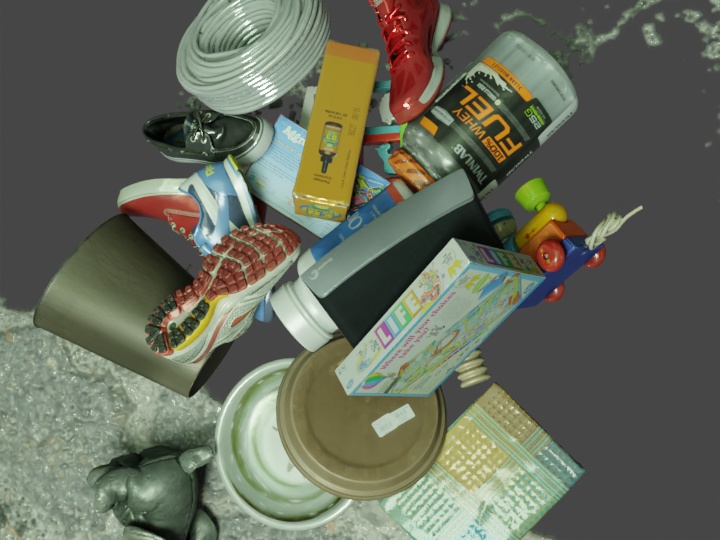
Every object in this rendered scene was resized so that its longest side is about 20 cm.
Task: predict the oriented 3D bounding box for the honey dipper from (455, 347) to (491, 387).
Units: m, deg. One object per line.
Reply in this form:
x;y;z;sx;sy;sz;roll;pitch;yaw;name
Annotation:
0.099;0.037;1.046;0.038;0.038;0.201;-23;78;13;honey dipper

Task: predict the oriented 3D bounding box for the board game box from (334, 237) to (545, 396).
0.082;0.056;0.927;0.200;0.134;0.034;-49;54;26;board game box

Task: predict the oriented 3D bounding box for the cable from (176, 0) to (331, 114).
-0.131;-0.277;1.080;0.200;0.069;0.200;28;74;42;cable

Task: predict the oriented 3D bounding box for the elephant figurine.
-0.246;0.323;1.090;0.141;0.155;0.201;-14;92;-28;elephant figurine

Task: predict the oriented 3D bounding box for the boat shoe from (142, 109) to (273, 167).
-0.195;-0.170;1.101;0.199;0.066;0.070;10;79;41;boat shoe

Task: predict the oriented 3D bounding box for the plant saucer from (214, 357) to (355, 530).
-0.075;0.206;1.073;0.199;0.050;0.201;-2;83;14;plant saucer

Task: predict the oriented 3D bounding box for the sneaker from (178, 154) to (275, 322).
-0.151;-0.031;1.053;0.082;0.074;0.201;-18;95;-5;sneaker

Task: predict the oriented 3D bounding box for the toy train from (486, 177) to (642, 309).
0.209;-0.053;0.963;0.200;0.084;0.116;-50;56;43;toy train

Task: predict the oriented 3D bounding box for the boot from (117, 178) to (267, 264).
-0.215;-0.041;1.130;0.199;0.072;0.145;-1;86;13;boot

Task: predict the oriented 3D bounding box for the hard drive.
0.052;-0.002;0.930;0.200;0.135;0.042;-33;38;1;hard drive

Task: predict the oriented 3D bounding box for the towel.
0.137;0.248;1.025;0.147;0.022;0.200;45;96;14;towel

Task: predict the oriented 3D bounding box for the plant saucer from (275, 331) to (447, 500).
0.004;0.158;1.017;0.199;0.029;0.201;4;65;-8;plant saucer

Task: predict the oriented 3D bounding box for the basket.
-0.257;0.052;1.090;0.200;0.136;0.181;33;56;3;basket

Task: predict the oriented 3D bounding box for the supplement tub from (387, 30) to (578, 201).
0.133;-0.158;0.998;0.200;0.123;0.123;-44;75;2;supplement tub

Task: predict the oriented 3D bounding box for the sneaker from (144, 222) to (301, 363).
-0.146;0.025;0.999;0.200;0.082;0.078;-40;58;-1;sneaker

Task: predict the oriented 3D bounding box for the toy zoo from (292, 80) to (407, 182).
0.000;-0.165;1.101;0.199;0.020;0.132;-2;85;16;toy zoo

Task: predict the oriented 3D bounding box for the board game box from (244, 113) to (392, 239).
-0.037;-0.092;1.074;0.200;0.019;0.103;33;98;4;board game box

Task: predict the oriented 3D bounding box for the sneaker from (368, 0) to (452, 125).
0.036;-0.263;1.012;0.078;0.115;0.201;-30;36;38;sneaker

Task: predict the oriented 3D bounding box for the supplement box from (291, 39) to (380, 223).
-0.028;-0.159;1.032;0.066;0.069;0.201;12;72;-2;supplement box

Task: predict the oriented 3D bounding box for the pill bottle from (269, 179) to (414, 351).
0.000;0.000;1.008;0.200;0.112;0.112;-39;76;5;pill bottle
